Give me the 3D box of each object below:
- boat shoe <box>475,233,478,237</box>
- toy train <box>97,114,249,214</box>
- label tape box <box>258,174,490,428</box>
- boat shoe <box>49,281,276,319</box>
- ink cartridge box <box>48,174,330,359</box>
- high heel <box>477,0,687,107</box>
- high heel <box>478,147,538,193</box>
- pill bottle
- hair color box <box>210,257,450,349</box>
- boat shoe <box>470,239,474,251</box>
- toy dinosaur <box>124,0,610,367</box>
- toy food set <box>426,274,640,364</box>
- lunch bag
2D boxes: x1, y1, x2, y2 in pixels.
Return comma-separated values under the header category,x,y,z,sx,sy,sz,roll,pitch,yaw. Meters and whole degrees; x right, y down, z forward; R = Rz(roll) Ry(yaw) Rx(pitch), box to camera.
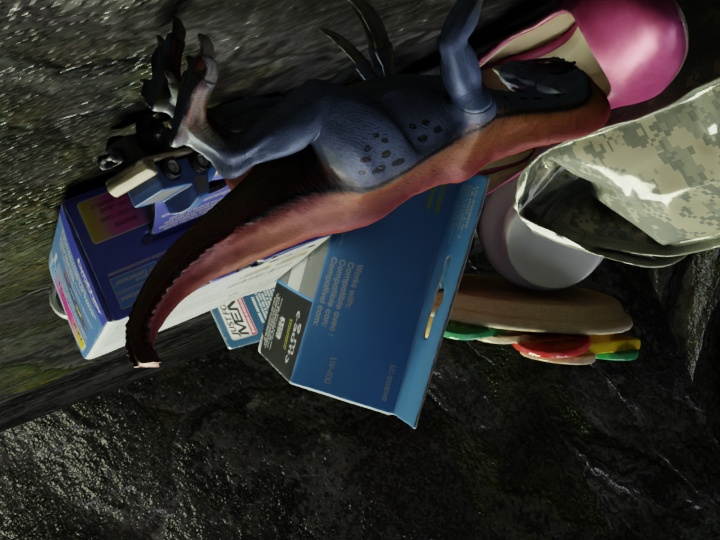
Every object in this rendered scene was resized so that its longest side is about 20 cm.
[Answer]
category,x,y,z,sx,sy,sz,roll,pitch,yaw
boat shoe,0.212,-0.075,2.035,0.199,0.057,0.069,-22,177,-11
toy train,-0.054,-0.060,0.720,0.034,0.046,0.200,-25,176,38
label tape box,0.000,0.000,0.845,0.063,0.145,0.200,16,-179,-13
boat shoe,-0.115,-0.010,0.965,0.199,0.072,0.066,-14,-178,6
ink cartridge box,-0.102,-0.017,0.828,0.136,0.077,0.200,-23,178,-18
high heel,0.092,-0.101,0.745,0.096,0.068,0.200,-29,-170,-14
high heel,0.080,-0.075,1.065,0.096,0.068,0.200,-12,-171,41
pill bottle,0.148,-0.050,1.193,0.109,0.110,0.200,-22,-165,5
hair color box,-0.019,-0.008,1.162,0.199,0.061,0.100,-16,-158,15
boat shoe,0.006,-0.030,1.249,0.199,0.075,0.068,-3,-174,18
toy dinosaur,0.010,-0.050,0.544,0.181,0.201,0.105,14,178,-23
toy food set,0.124,0.039,1.164,0.199,0.049,0.198,0,-172,-41
lunch bag,0.198,-0.094,0.841,0.200,0.118,0.164,-18,-151,49
